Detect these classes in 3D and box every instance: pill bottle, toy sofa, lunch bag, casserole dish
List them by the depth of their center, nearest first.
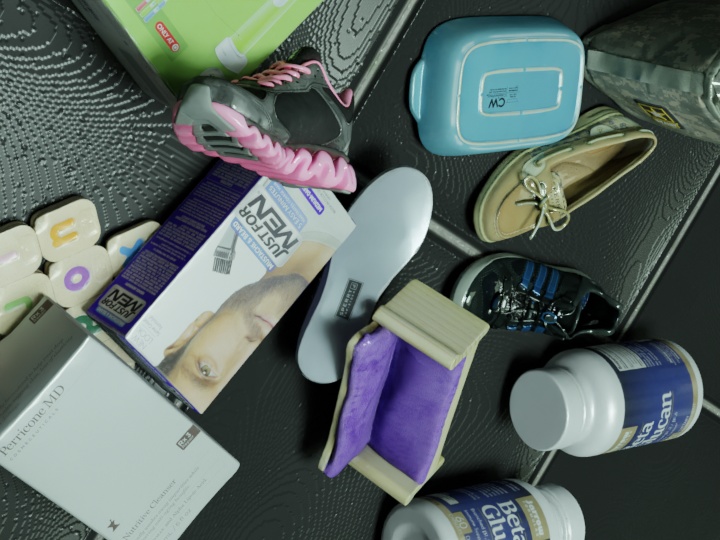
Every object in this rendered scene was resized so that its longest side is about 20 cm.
[{"bbox_3d":[0.035,0.116,1.124,0.098,0.083,0.201,-40,154,-41],"label":"toy sofa"},{"bbox_3d":[0.131,-0.161,1.142,0.199,0.039,0.122,-9,110,-35],"label":"casserole dish"},{"bbox_3d":[0.321,-0.185,1.207,0.199,0.164,0.118,-12,115,-34],"label":"lunch bag"},{"bbox_3d":[0.129,0.271,1.304,0.199,0.111,0.112,-5,114,-38],"label":"pill bottle"},{"bbox_3d":[0.253,0.133,1.348,0.199,0.111,0.112,-4,114,-38],"label":"pill bottle"}]

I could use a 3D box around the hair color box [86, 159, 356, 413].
[{"bbox_3d":[-0.104,-0.002,1.008,0.200,0.065,0.109,-50,134,-14],"label":"hair color box"}]

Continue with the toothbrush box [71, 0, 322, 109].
[{"bbox_3d":[-0.100,-0.227,0.893,0.200,0.086,0.146,-47,135,-10],"label":"toothbrush box"}]

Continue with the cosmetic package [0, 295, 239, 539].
[{"bbox_3d":[-0.196,0.124,0.973,0.113,0.081,0.200,-50,135,-8],"label":"cosmetic package"}]

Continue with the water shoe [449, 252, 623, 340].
[{"bbox_3d":[0.175,0.028,1.252,0.199,0.079,0.072,-1,112,-39],"label":"water shoe"}]

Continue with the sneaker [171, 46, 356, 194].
[{"bbox_3d":[-0.059,-0.115,0.901,0.200,0.079,0.096,17,86,-64],"label":"sneaker"}]

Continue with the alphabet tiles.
[{"bbox_3d":[-0.225,0.046,0.977,0.195,0.015,0.201,-28,127,-29],"label":"alphabet tiles"}]

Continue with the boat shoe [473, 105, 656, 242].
[{"bbox_3d":[0.190,-0.089,1.217,0.200,0.063,0.074,-37,130,-19],"label":"boat shoe"}]

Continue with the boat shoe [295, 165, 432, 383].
[{"bbox_3d":[0.000,0.000,1.107,0.070,0.066,0.201,20,101,-11],"label":"boat shoe"}]
